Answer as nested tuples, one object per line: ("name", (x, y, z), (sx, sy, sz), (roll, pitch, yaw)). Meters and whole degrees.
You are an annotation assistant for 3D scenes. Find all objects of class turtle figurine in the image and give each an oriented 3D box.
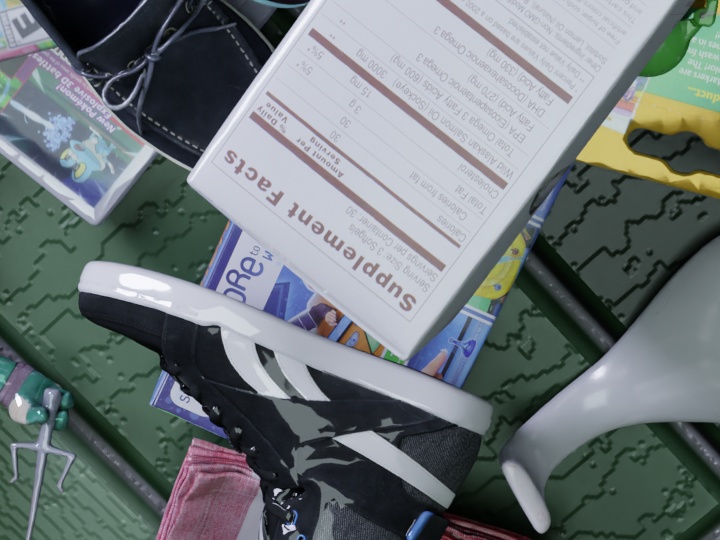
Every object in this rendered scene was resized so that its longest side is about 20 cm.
("turtle figurine", (-0.218, 0.045, 0.960), (0.100, 0.149, 0.202), (-1, 98, 40))

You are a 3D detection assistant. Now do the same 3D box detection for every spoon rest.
("spoon rest", (0.153, 0.049, 0.993), (0.199, 0.061, 0.100), (-30, 106, -4))

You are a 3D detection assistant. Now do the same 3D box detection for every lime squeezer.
("lime squeezer", (0.130, -0.130, 0.893), (0.200, 0.038, 0.071), (-45, 70, 15))

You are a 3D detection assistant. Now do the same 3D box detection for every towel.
("towel", (-0.008, 0.168, 1.025), (0.198, 0.023, 0.145), (16, 125, -4))

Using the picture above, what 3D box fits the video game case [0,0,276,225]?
("video game case", (-0.142, -0.150, 0.946), (0.200, 0.023, 0.182), (39, 104, -11))

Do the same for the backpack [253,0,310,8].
("backpack", (-0.064, -0.229, 0.835), (0.199, 0.177, 0.154), (25, 151, 3))

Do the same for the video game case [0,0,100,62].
("video game case", (-0.226, -0.178, 0.914), (0.180, 0.022, 0.202), (-14, 108, 5))

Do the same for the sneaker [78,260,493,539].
("sneaker", (-0.047, 0.077, 0.936), (0.198, 0.073, 0.113), (21, 86, -6))

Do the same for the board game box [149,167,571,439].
("board game box", (0.000, 0.000, 0.983), (0.134, 0.034, 0.201), (25, 106, -6))

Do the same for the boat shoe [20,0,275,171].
("boat shoe", (-0.097, -0.106, 0.897), (0.075, 0.062, 0.200), (-41, 112, 5))

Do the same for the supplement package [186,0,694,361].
("supplement package", (0.042, -0.084, 0.835), (0.117, 0.117, 0.201), (38, 104, 4))

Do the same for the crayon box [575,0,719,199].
("crayon box", (0.167, -0.137, 0.928), (0.125, 0.052, 0.202), (15, 107, -3))
